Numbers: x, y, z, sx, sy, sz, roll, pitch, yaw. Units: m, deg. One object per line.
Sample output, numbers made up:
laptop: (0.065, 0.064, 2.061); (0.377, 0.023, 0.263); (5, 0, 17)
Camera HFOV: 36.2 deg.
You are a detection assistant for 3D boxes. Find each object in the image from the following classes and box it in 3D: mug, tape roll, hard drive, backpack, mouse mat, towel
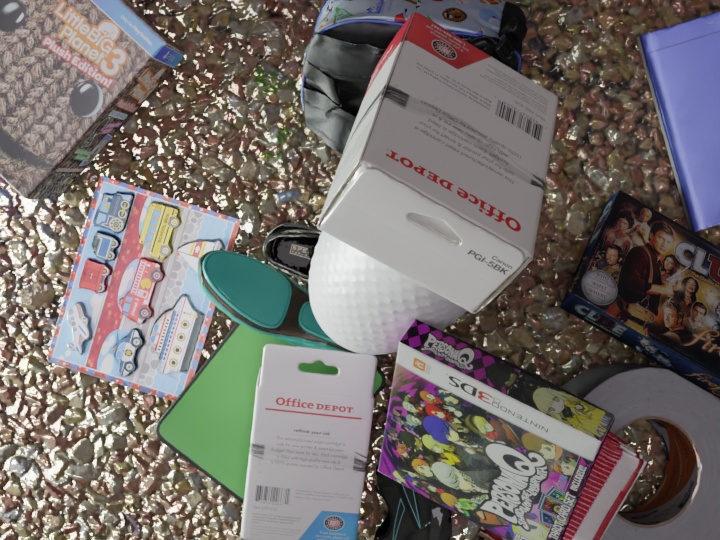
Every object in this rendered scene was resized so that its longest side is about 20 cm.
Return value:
mug: (0.055, -0.010, 0.982); (0.175, 0.200, 0.148); (-49, 56, 42)
tape roll: (0.267, 0.191, 1.074); (0.200, 0.066, 0.201); (0, 90, -13)
hard drive: (0.364, -0.153, 1.085); (0.132, 0.025, 0.200); (-17, 94, 3)
backpack: (0.043, -0.184, 1.010); (0.190, 0.154, 0.200); (9, 133, -4)
mouse mat: (-0.092, 0.138, 1.129); (0.161, 0.008, 0.200); (39, 93, -5)
towel: (0.144, 0.179, 1.022); (0.200, 0.023, 0.144); (31, 107, 17)

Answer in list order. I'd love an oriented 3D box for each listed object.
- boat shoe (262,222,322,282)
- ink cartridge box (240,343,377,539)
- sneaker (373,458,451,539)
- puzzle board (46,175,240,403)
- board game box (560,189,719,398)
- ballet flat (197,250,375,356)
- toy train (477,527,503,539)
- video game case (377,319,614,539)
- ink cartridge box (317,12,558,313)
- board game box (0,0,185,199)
boat shoe: (0.000, 0.000, 1.090); (0.200, 0.064, 0.071); (11, 96, 0)
ink cartridge box: (-0.050, 0.166, 1.091); (0.116, 0.067, 0.200); (7, 100, -4)
sneaker: (0.054, 0.192, 1.101); (0.079, 0.075, 0.200); (2, 95, 4)
puzzle board: (-0.222, 0.021, 1.122); (0.151, 0.017, 0.200); (17, 96, 0)
board game box: (0.307, 0.027, 1.065); (0.200, 0.035, 0.136); (29, 61, -1)
ballet flat: (-0.074, 0.044, 1.079); (0.200, 0.070, 0.067); (23, 63, -12)
toy train: (0.147, 0.247, 1.117); (0.034, 0.046, 0.200); (34, 95, -2)
video game case: (0.108, 0.150, 0.948); (0.181, 0.200, 0.036); (26, 51, 16)
ink cartridge box: (0.065, -0.087, 0.859); (0.147, 0.200, 0.083); (29, 135, -11)
board game box: (-0.300, -0.194, 1.064); (0.159, 0.097, 0.200); (42, 95, -2)
